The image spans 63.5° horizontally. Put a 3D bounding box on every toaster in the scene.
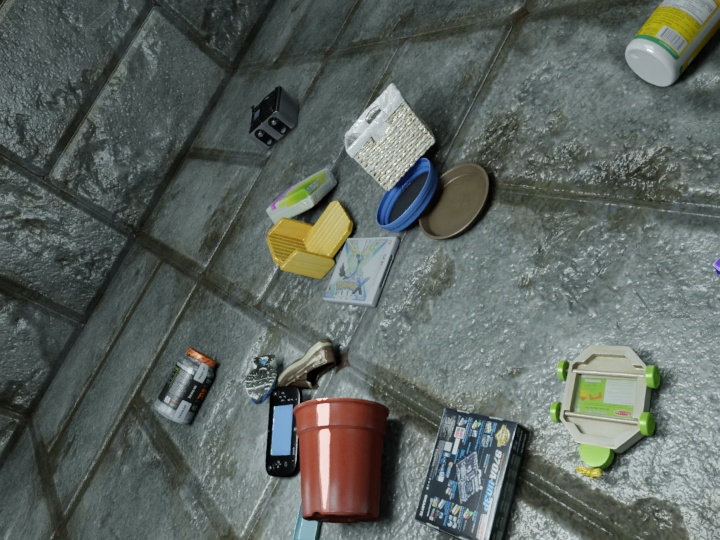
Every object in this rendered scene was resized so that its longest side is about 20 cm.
[{"bbox_3d":[-0.343,-0.600,2.277,0.178,0.118,0.204,-30,44,30],"label":"toaster"}]

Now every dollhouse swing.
[{"bbox_3d":[-0.146,-0.112,1.640,0.179,0.177,0.201,-63,31,24],"label":"dollhouse swing"}]

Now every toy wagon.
[{"bbox_3d":[0.366,0.214,0.885,0.153,0.039,0.205,-6,60,48],"label":"toy wagon"}]

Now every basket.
[{"bbox_3d":[0.075,-0.348,1.515,0.198,0.160,0.201,-44,18,16],"label":"basket"}]

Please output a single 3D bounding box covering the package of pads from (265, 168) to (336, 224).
[{"bbox_3d":[-0.180,-0.229,1.800,0.197,0.069,0.155,-18,22,42],"label":"package of pads"}]

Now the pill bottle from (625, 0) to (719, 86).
[{"bbox_3d":[0.594,-0.456,1.071,0.202,0.112,0.113,-52,36,6],"label":"pill bottle"}]

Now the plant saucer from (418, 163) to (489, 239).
[{"bbox_3d":[0.219,-0.156,1.352,0.198,0.029,0.204,-31,42,32],"label":"plant saucer"}]

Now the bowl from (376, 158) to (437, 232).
[{"bbox_3d":[0.117,-0.185,1.454,0.200,0.039,0.203,-44,26,27],"label":"bowl"}]

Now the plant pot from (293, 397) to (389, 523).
[{"bbox_3d":[-0.037,0.372,1.122,0.198,0.199,0.201,-23,54,36],"label":"plant pot"}]

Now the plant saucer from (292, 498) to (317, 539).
[{"bbox_3d":[-0.098,0.475,1.246,0.069,0.019,0.205,-17,52,41],"label":"plant saucer"}]

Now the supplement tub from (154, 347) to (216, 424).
[{"bbox_3d":[-0.522,0.346,1.755,0.121,0.122,0.204,15,74,52],"label":"supplement tub"}]

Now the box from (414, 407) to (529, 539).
[{"bbox_3d":[0.186,0.347,0.986,0.156,0.046,0.205,-3,61,48],"label":"box"}]

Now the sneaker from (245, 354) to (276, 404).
[{"bbox_3d":[-0.240,0.289,1.476,0.076,0.093,0.200,-7,15,2],"label":"sneaker"}]

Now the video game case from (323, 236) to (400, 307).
[{"bbox_3d":[0.000,0.000,1.494,0.197,0.022,0.187,1,64,50],"label":"video game case"}]

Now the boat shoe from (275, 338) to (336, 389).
[{"bbox_3d":[-0.134,0.256,1.414,0.203,0.074,0.076,-47,53,24],"label":"boat shoe"}]

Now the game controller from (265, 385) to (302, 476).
[{"bbox_3d":[-0.179,0.376,1.369,0.103,0.041,0.206,-18,63,43],"label":"game controller"}]

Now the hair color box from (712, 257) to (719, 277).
[{"bbox_3d":[0.579,-0.040,0.771,0.201,0.108,0.065,-49,36,10],"label":"hair color box"}]
